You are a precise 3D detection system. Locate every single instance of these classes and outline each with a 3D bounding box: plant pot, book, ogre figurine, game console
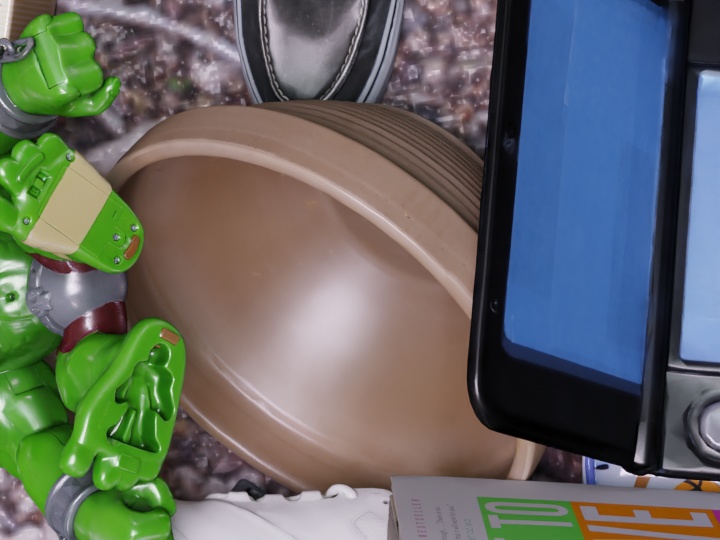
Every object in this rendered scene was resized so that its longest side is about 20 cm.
[{"bbox_3d":[0.000,0.000,1.003,0.200,0.201,0.093,34,57,4],"label":"plant pot"},{"bbox_3d":[0.112,0.116,0.904,0.199,0.134,0.048,2,101,-4],"label":"book"},{"bbox_3d":[-0.121,0.011,0.954,0.098,0.120,0.201,-37,111,-28],"label":"ogre figurine"},{"bbox_3d":[0.135,-0.028,0.939,0.175,0.116,0.201,5,80,6],"label":"game console"}]

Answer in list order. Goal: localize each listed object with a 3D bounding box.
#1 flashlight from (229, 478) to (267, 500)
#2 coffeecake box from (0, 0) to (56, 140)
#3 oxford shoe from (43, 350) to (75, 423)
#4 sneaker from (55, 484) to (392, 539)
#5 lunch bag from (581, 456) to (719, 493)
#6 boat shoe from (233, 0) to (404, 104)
[{"bbox_3d":[0.011,0.172,1.046,0.199,0.068,0.068,33,104,4],"label":"flashlight"},{"bbox_3d":[-0.227,-0.143,1.055,0.199,0.073,0.155,9,95,7],"label":"coffeecake box"},{"bbox_3d":[-0.162,0.002,1.027,0.200,0.071,0.074,34,123,-21],"label":"oxford shoe"},{"bbox_3d":[-0.024,0.121,1.001,0.199,0.075,0.087,22,67,2],"label":"sneaker"},{"bbox_3d":[0.187,0.106,1.015,0.199,0.076,0.161,-3,93,8],"label":"lunch bag"},{"bbox_3d":[-0.017,-0.149,1.030,0.072,0.071,0.201,4,94,7],"label":"boat shoe"}]
